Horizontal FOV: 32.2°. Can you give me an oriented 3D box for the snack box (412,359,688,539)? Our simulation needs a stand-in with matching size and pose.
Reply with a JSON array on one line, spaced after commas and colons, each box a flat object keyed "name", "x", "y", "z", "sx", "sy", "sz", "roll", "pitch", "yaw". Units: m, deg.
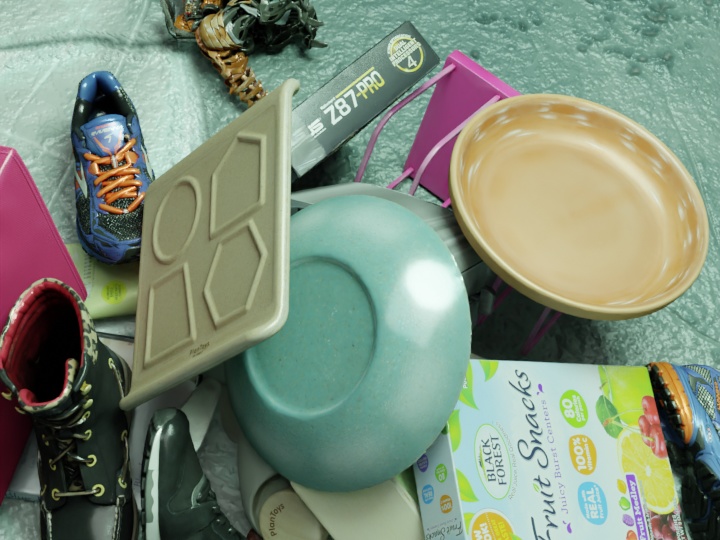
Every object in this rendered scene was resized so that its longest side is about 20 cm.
[{"name": "snack box", "x": 0.130, "y": 0.138, "z": 0.866, "sx": 0.200, "sy": 0.053, "sz": 0.143, "roll": 5, "pitch": 65, "yaw": -33}]

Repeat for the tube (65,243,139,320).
[{"name": "tube", "x": -0.144, "y": 0.005, "z": 1.018, "sx": 0.199, "sy": 0.052, "sz": 0.058, "roll": -3, "pitch": 16, "yaw": -3}]

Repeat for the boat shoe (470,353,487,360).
[{"name": "boat shoe", "x": 0.133, "y": 0.116, "z": 0.957, "sx": 0.199, "sy": 0.072, "sz": 0.068, "roll": 14, "pitch": 25, "yaw": -17}]

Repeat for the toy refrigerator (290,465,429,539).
[{"name": "toy refrigerator", "x": 0.048, "y": 0.193, "z": 0.870, "sx": 0.200, "sy": 0.070, "sz": 0.076, "roll": 51, "pitch": 21, "yaw": 0}]

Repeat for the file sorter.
[{"name": "file sorter", "x": 0.103, "y": -0.049, "z": 1.015, "sx": 0.200, "sy": 0.139, "sz": 0.125, "roll": 37, "pitch": 49, "yaw": 14}]

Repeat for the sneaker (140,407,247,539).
[{"name": "sneaker", "x": -0.105, "y": 0.189, "z": 0.861, "sx": 0.087, "sy": 0.076, "sz": 0.201, "roll": -3, "pitch": 102, "yaw": -7}]

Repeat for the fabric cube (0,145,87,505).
[{"name": "fabric cube", "x": -0.335, "y": 0.035, "z": 0.870, "sx": 0.199, "sy": 0.196, "sz": 0.200, "roll": 10, "pitch": 60, "yaw": 11}]

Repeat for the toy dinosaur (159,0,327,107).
[{"name": "toy dinosaur", "x": -0.107, "y": -0.226, "z": 1.145, "sx": 0.135, "sy": 0.102, "sz": 0.200, "roll": -21, "pitch": 99, "yaw": -3}]

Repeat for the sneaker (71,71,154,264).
[{"name": "sneaker", "x": -0.205, "y": -0.084, "z": 1.015, "sx": 0.075, "sy": 0.079, "sz": 0.200, "roll": -15, "pitch": 50, "yaw": -12}]

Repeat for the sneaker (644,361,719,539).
[{"name": "sneaker", "x": 0.291, "y": 0.154, "z": 0.977, "sx": 0.078, "sy": 0.075, "sz": 0.200, "roll": -11, "pitch": 64, "yaw": -18}]

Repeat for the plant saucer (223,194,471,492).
[{"name": "plant saucer", "x": -0.023, "y": 0.045, "z": 0.825, "sx": 0.201, "sy": 0.039, "sz": 0.202, "roll": -7, "pitch": 76, "yaw": 32}]

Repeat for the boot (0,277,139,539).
[{"name": "boot", "x": -0.200, "y": 0.117, "z": 0.859, "sx": 0.073, "sy": 0.151, "sz": 0.200, "roll": -2, "pitch": 59, "yaw": 3}]

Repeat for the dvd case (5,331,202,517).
[{"name": "dvd case", "x": -0.229, "y": 0.109, "z": 0.961, "sx": 0.199, "sy": 0.018, "sz": 0.143, "roll": 9, "pitch": 60, "yaw": -2}]

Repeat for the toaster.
[{"name": "toaster", "x": 0.000, "y": 0.000, "z": 0.934, "sx": 0.200, "sy": 0.114, "sz": 0.129, "roll": 20, "pitch": 23, "yaw": 31}]

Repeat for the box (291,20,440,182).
[{"name": "box", "x": -0.041, "y": -0.110, "z": 1.011, "sx": 0.161, "sy": 0.200, "sz": 0.049, "roll": -43, "pitch": 97, "yaw": -24}]

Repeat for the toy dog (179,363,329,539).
[{"name": "toy dog", "x": -0.088, "y": 0.135, "z": 0.926, "sx": 0.096, "sy": 0.132, "sz": 0.200, "roll": -38, "pitch": 60, "yaw": 16}]

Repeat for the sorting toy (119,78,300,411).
[{"name": "sorting toy", "x": -0.100, "y": -0.014, "z": 0.866, "sx": 0.036, "sy": 0.185, "sz": 0.200, "roll": 23, "pitch": 56, "yaw": -33}]

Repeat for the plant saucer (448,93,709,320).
[{"name": "plant saucer", "x": 0.157, "y": -0.044, "z": 0.916, "sx": 0.200, "sy": 0.037, "sz": 0.201, "roll": 9, "pitch": 53, "yaw": -12}]
